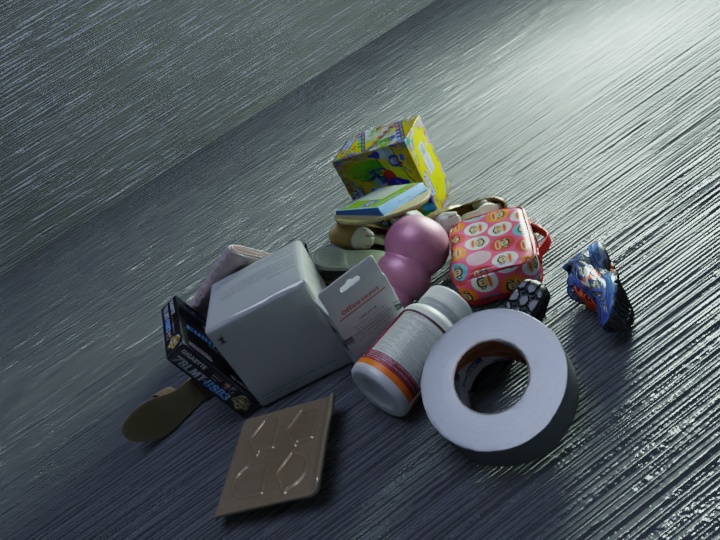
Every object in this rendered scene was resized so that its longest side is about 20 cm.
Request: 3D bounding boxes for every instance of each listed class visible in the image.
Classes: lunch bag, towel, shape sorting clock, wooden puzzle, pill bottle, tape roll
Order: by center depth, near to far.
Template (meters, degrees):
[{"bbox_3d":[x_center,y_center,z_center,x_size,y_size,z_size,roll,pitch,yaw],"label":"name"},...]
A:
[{"bbox_3d":[0.183,0.154,0.813,0.200,0.066,0.201,-17,52,22],"label":"tape roll"},{"bbox_3d":[-0.125,0.297,0.960,0.199,0.046,0.186,-24,30,21],"label":"wooden puzzle"},{"bbox_3d":[0.087,0.123,0.962,0.109,0.110,0.200,11,49,50],"label":"pill bottle"},{"bbox_3d":[0.250,-0.035,1.083,0.176,0.082,0.200,-18,31,20],"label":"lunch bag"},{"bbox_3d":[0.044,-0.131,1.219,0.199,0.039,0.200,-17,18,6],"label":"shape sorting clock"},{"bbox_3d":[-0.225,0.041,1.229,0.200,0.191,0.032,-50,41,30],"label":"towel"}]

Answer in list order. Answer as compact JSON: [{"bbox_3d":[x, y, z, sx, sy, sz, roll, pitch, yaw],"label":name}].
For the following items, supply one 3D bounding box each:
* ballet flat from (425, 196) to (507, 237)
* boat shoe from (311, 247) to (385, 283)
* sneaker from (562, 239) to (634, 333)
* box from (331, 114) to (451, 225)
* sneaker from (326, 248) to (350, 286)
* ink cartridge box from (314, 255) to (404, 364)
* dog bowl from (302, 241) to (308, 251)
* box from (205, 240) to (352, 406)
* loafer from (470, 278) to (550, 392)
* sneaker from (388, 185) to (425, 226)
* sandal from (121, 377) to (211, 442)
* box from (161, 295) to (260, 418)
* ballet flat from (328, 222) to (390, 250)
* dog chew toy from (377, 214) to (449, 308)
[{"bbox_3d":[0.202,-0.105,1.205,0.199,0.071,0.065,-22,-3,-9],"label":"ballet flat"},{"bbox_3d":[0.000,0.000,1.218,0.200,0.061,0.072,9,47,-6],"label":"boat shoe"},{"bbox_3d":[0.354,0.033,0.913,0.078,0.075,0.200,-28,20,23],"label":"sneaker"},{"bbox_3d":[0.076,-0.220,1.403,0.192,0.200,0.122,-10,35,33],"label":"box"},{"bbox_3d":[-0.061,0.016,1.296,0.199,0.076,0.114,-36,28,-15],"label":"sneaker"},{"bbox_3d":[0.005,0.071,1.022,0.116,0.200,0.067,-36,30,-11],"label":"ink cartridge box"},{"bbox_3d":[-0.193,0.016,1.373,0.200,0.074,0.200,-27,15,8],"label":"dog bowl"},{"bbox_3d":[-0.148,0.095,1.125,0.198,0.200,0.171,-27,28,5],"label":"box"},{"bbox_3d":[0.220,0.105,0.919,0.068,0.070,0.201,36,86,38],"label":"loafer"},{"bbox_3d":[0.105,-0.099,1.296,0.073,0.072,0.200,-50,52,23],"label":"sneaker"},{"bbox_3d":[-0.376,0.266,1.221,0.211,0.078,0.070,-35,9,-19],"label":"sandal"},{"bbox_3d":[-0.286,0.159,1.150,0.050,0.200,0.199,-43,29,0],"label":"box"},{"bbox_3d":[0.023,-0.072,1.275,0.200,0.069,0.063,-3,23,-46],"label":"ballet flat"},{"bbox_3d":[0.085,-0.001,1.136,0.124,0.124,0.201,15,76,51],"label":"dog chew toy"}]
